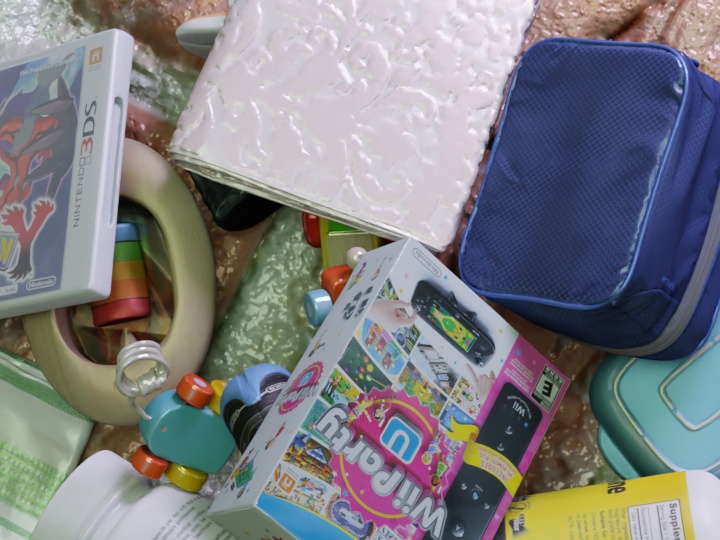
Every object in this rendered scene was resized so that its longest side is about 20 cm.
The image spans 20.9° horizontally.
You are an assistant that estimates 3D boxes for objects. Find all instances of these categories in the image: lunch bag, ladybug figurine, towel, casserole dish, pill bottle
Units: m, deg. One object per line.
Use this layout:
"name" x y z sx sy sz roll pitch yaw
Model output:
"lunch bag" 0.166 -0.050 1.236 0.136 0.132 0.201 12 80 40
"ladybug figurine" -0.159 0.007 1.312 0.135 0.072 0.201 -8 79 9
"towel" -0.279 0.146 1.327 0.149 0.031 0.201 24 84 13
"casserole dish" 0.239 0.063 1.255 0.200 0.039 0.121 -38 76 0
"pill bottle" 0.171 0.184 1.200 0.199 0.112 0.113 -10 78 9
"pill bottle" -0.107 0.206 1.244 0.200 0.113 0.114 32 86 13
"towel" -0.001 -0.127 1.257 0.190 0.032 0.201 21 73 3

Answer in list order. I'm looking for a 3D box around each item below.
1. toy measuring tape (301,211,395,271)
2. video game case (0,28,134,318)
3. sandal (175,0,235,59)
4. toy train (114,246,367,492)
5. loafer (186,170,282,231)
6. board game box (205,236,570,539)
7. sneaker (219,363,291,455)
"toy measuring tape" 0.000 0.000 1.304 0.073 0.074 0.201 -4 101 9
"video game case" -0.238 -0.056 1.307 0.200 0.023 0.183 -11 67 35
"sandal" -0.025 -0.189 1.329 0.206 0.079 0.059 -11 79 -2
"toy train" -0.064 0.059 1.246 0.199 0.151 0.056 -16 33 -17
"loafer" -0.034 -0.114 1.317 0.200 0.073 0.072 -37 71 0
"board game box" 0.022 0.105 1.159 0.147 0.064 0.200 41 61 -19
"sneaker" -0.019 0.145 1.222 0.071 0.083 0.200 -36 120 2
